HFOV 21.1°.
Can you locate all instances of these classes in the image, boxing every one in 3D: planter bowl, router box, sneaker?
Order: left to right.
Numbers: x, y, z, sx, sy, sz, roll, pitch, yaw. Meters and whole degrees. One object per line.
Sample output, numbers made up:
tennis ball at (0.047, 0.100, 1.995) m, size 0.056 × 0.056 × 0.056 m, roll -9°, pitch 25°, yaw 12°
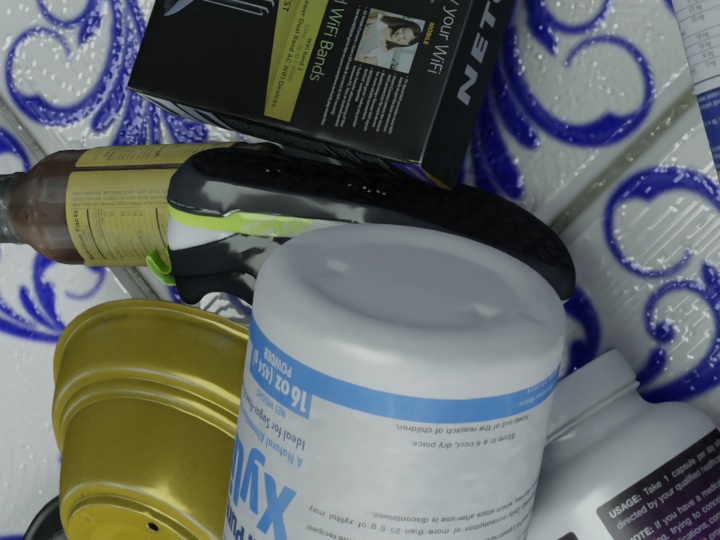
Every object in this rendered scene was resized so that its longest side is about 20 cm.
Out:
planter bowl at (-0.083, 0.115, 0.937) m, size 0.199 × 0.084 × 0.201 m, roll 19°, pitch 140°, yaw 17°
router box at (-0.003, -0.154, 0.897) m, size 0.157 × 0.052 × 0.201 m, roll 17°, pitch 86°, yaw 24°
sneaker at (0.000, 0.000, 0.895) m, size 0.199 × 0.072 × 0.083 m, roll 13°, pitch 112°, yaw 11°

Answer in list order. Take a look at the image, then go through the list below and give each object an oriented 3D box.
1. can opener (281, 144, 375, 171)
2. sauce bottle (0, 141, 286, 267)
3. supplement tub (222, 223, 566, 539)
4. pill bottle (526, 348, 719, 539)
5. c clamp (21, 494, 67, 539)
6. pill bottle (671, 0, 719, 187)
can opener at (-0.006, -0.014, 0.950) m, size 0.067 × 0.053 × 0.201 m, roll -33°, pitch 81°, yaw 26°
sauce bottle at (-0.128, -0.034, 1.004) m, size 0.199 × 0.065 × 0.065 m, roll 2°, pitch 98°, yaw 28°
supplement tub at (0.009, 0.093, 0.816) m, size 0.131 × 0.132 × 0.201 m, roll 19°, pitch 114°, yaw 23°
pill bottle at (0.139, 0.139, 0.866) m, size 0.112 × 0.112 × 0.201 m, roll -37°, pitch 80°, yaw 26°
c clamp at (-0.158, 0.224, 1.033) m, size 0.170 × 0.027 × 0.201 m, roll 22°, pitch 89°, yaw 47°
pill bottle at (0.184, -0.127, 0.806) m, size 0.111 × 0.112 × 0.201 m, roll -14°, pitch 91°, yaw 27°
